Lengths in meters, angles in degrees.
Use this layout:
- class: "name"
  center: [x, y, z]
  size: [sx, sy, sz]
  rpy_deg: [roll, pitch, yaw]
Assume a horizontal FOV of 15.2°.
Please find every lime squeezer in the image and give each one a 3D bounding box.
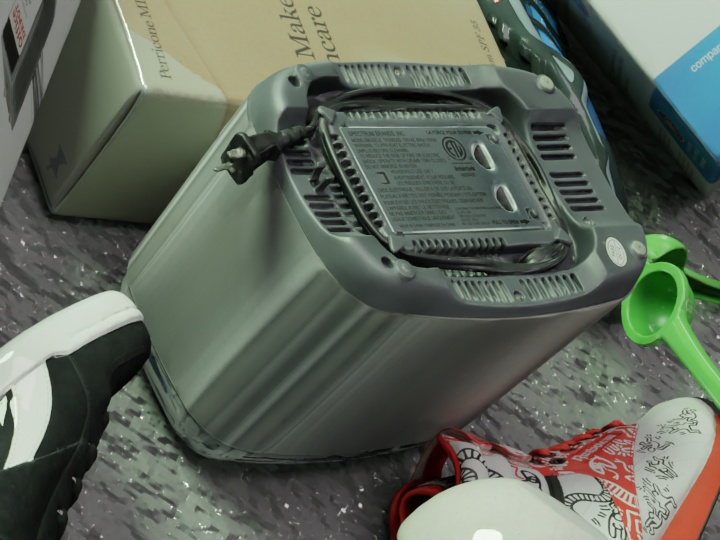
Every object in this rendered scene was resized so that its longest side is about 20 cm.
- class: "lime squeezer"
  center: [0.136, 0.021, 1.153]
  size: [0.071, 0.038, 0.200]
  rpy_deg: [52, 14, -7]

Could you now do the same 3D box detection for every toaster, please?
- class: "toaster"
  center: [0.000, 0.000, 1.003]
  size: [0.199, 0.129, 0.114]
  rpy_deg: [-4, 57, -45]

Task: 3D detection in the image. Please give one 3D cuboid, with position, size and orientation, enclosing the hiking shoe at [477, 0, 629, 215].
- class: "hiking shoe"
  center: [0.073, -0.087, 1.197]
  size: [0.086, 0.074, 0.201]
  rpy_deg: [-4, 62, -52]

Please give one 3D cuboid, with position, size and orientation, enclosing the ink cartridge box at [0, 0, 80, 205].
- class: "ink cartridge box"
  center: [-0.179, -0.096, 0.920]
  size: [0.146, 0.083, 0.201]
  rpy_deg: [4, 42, 9]

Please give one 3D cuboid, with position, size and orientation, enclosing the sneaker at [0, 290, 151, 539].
- class: "sneaker"
  center: [-0.113, 0.096, 0.868]
  size: [0.112, 0.073, 0.200]
  rpy_deg: [49, 46, 2]

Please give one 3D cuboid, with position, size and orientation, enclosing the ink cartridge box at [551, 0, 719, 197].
- class: "ink cartridge box"
  center: [0.128, -0.142, 1.232]
  size: [0.200, 0.085, 0.145]
  rpy_deg: [50, 2, 6]

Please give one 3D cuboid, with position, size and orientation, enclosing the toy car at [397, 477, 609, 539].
- class: "toy car"
  center: [0.046, 0.164, 0.892]
  size: [0.199, 0.176, 0.150]
  rpy_deg: [32, 5, -14]

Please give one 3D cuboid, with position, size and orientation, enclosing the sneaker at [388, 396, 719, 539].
- class: "sneaker"
  center: [0.077, 0.084, 1.044]
  size: [0.108, 0.067, 0.202]
  rpy_deg: [33, 33, -2]

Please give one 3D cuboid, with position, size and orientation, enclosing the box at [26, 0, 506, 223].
- class: "box"
  center: [-0.037, -0.072, 1.078]
  size: [0.199, 0.078, 0.095]
  rpy_deg: [4, 53, -40]
